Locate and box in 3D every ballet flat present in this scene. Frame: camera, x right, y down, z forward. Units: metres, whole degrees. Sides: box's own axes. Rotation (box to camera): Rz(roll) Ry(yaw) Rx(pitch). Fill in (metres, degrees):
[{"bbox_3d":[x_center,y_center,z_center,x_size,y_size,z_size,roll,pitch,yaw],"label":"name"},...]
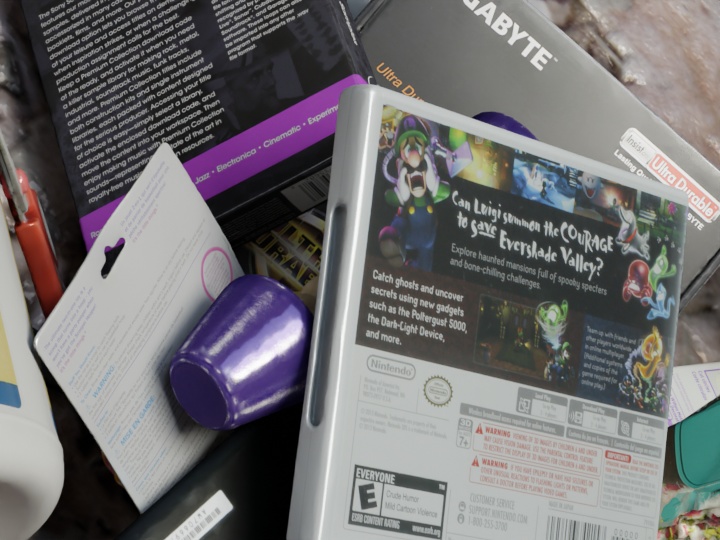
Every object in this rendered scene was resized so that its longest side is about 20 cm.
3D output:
[{"bbox_3d":[0.151,0.102,1.076,0.064,0.199,0.076,47,35,-26],"label":"ballet flat"}]

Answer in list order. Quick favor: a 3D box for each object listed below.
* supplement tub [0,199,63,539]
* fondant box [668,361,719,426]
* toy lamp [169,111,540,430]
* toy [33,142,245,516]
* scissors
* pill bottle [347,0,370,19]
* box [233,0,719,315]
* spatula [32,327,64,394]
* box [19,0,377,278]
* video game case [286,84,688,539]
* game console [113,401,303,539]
[{"bbox_3d":[-0.201,0.012,0.913,0.144,0.145,0.201,1,60,-35],"label":"supplement tub"},{"bbox_3d":[0.209,0.118,1.191,0.199,0.058,0.145,-4,63,-36],"label":"fondant box"},{"bbox_3d":[0.000,0.000,0.987,0.058,0.058,0.200,49,51,4],"label":"toy lamp"},{"bbox_3d":[-0.074,0.062,0.983,0.201,0.047,0.116,59,41,-32],"label":"toy"},{"bbox_3d":[-0.130,-0.022,0.938,0.014,0.200,0.074,-15,73,-6],"label":"scissors"},{"bbox_3d":[0.062,-0.064,1.172,0.200,0.114,0.115,41,46,-4],"label":"pill bottle"},{"bbox_3d":[0.045,-0.017,1.092,0.200,0.050,0.199,41,90,-4],"label":"box"},{"bbox_3d":[-0.084,0.063,1.046,0.199,0.021,0.057,25,64,-16],"label":"spatula"},{"bbox_3d":[-0.075,-0.102,1.077,0.036,0.142,0.201,42,26,-58],"label":"box"},{"bbox_3d":[0.058,0.036,0.987,0.199,0.023,0.184,15,78,-41],"label":"video game case"},{"bbox_3d":[-0.033,0.165,0.937,0.177,0.031,0.200,53,51,-5],"label":"game console"}]
